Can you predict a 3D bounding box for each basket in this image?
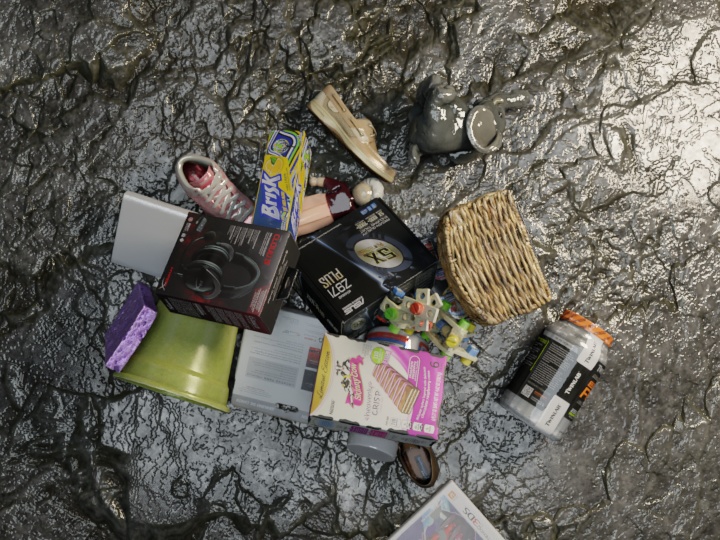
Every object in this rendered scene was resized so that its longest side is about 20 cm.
[{"bbox_3d":[0.200,-0.014,1.452,0.142,0.149,0.202,-22,91,-5],"label":"basket"}]

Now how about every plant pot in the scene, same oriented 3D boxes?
[{"bbox_3d":[-0.285,0.118,1.479,0.199,0.200,0.186,17,78,-1],"label":"plant pot"}]

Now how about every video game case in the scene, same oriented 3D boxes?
[{"bbox_3d":[0.146,0.500,1.553,0.200,0.023,0.182,-42,90,-1],"label":"video game case"}]

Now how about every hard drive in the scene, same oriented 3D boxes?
[{"bbox_3d":[-0.318,-0.044,1.525,0.198,0.027,0.133,18,114,-2],"label":"hard drive"}]

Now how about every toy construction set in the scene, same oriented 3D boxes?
[{"bbox_3d":[0.104,0.081,1.391,0.092,0.200,0.131,-50,57,3],"label":"toy construction set"}]

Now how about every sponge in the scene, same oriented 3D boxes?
[{"bbox_3d":[-0.378,0.089,1.461,0.030,0.200,0.112,33,90,-19],"label":"sponge"}]

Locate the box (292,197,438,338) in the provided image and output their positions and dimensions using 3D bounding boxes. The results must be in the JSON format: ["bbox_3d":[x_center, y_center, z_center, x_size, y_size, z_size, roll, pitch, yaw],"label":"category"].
[{"bbox_3d":[0.000,0.000,1.468,0.199,0.086,0.164,-31,64,-20],"label":"box"}]

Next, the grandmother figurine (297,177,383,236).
[{"bbox_3d":[-0.052,-0.107,1.541,0.198,0.061,0.122,-21,98,1],"label":"grandmother figurine"}]

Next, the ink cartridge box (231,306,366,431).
[{"bbox_3d":[-0.104,0.160,1.510,0.198,0.084,0.177,13,92,6],"label":"ink cartridge box"}]

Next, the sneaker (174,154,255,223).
[{"bbox_3d":[-0.239,-0.122,1.512,0.200,0.105,0.075,43,83,-1],"label":"sneaker"}]

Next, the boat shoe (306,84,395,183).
[{"bbox_3d":[-0.005,-0.235,1.536,0.065,0.071,0.200,-44,89,-1],"label":"boat shoe"}]

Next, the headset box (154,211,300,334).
[{"bbox_3d":[-0.195,0.005,1.387,0.198,0.077,0.150,12,66,17],"label":"headset box"}]

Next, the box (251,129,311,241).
[{"bbox_3d":[-0.132,-0.132,1.493,0.064,0.070,0.202,3,66,11],"label":"box"}]

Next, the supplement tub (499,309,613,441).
[{"bbox_3d":[0.335,0.175,1.512,0.122,0.123,0.201,32,89,-1],"label":"supplement tub"}]

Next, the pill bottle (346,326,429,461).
[{"bbox_3d":[0.040,0.204,1.465,0.111,0.112,0.202,17,66,-1],"label":"pill bottle"}]

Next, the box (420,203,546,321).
[{"bbox_3d":[0.206,-0.008,1.550,0.198,0.044,0.162,-20,89,-2],"label":"box"}]

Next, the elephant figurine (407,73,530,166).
[{"bbox_3d":[0.189,-0.246,1.520,0.198,0.142,0.156,17,118,-16],"label":"elephant figurine"}]

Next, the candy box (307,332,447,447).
[{"bbox_3d":[0.027,0.184,1.377,0.198,0.061,0.138,10,67,-2],"label":"candy box"}]

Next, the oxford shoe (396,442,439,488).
[{"bbox_3d":[0.079,0.277,1.523,0.072,0.084,0.201,-30,84,3],"label":"oxford shoe"}]
